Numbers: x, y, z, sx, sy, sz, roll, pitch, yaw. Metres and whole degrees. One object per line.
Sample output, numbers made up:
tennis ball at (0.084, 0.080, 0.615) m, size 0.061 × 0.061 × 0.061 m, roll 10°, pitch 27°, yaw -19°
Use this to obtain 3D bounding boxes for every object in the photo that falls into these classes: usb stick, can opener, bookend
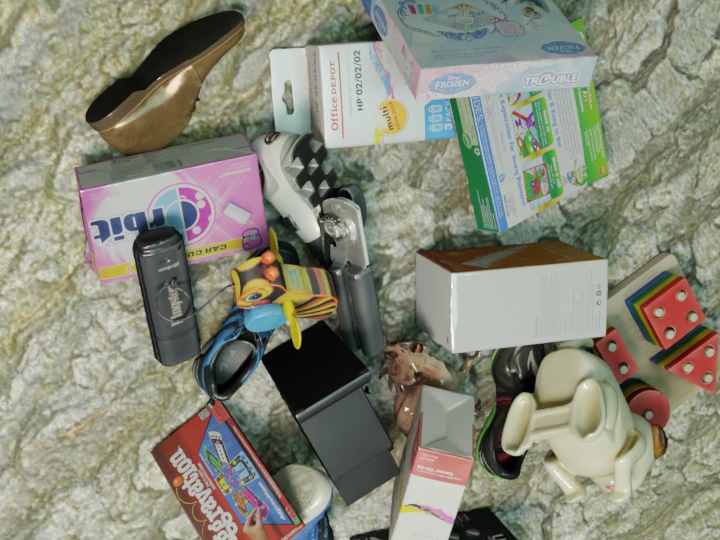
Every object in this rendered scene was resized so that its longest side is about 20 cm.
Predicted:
usb stick at (-0.209, 0.033, 1.108) m, size 0.055 × 0.033 × 0.200 m, roll -16°, pitch 139°, yaw -16°
can opener at (0.000, 0.000, 1.158) m, size 0.067 × 0.053 × 0.201 m, roll -40°, pitch 130°, yaw -41°
bookend at (-0.013, 0.185, 1.163) m, size 0.092 × 0.200 × 0.199 m, roll -30°, pitch 108°, yaw -8°

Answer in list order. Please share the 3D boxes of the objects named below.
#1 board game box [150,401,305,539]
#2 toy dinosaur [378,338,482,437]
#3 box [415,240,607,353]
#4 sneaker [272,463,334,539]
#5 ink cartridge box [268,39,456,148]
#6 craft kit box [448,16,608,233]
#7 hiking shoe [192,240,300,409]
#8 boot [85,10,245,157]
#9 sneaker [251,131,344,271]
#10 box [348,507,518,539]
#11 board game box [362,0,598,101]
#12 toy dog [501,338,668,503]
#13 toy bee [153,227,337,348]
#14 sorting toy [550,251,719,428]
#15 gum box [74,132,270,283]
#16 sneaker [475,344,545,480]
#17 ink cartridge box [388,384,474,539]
board game box at (-0.153, 0.244, 1.145) m, size 0.103 × 0.200 × 0.019 m, roll -39°, pitch 142°, yaw -5°
toy dinosaur at (0.074, 0.157, 1.251) m, size 0.135 × 0.086 × 0.201 m, roll 9°, pitch 116°, yaw -8°
box at (0.180, 0.028, 1.226) m, size 0.199 × 0.124 × 0.098 m, roll -5°, pitch 104°, yaw -16°
sneaker at (-0.064, 0.290, 1.196) m, size 0.111 × 0.077 × 0.200 m, roll 24°, pitch 139°, yaw -26°
ink cartridge box at (0.003, -0.200, 1.150) m, size 0.199 × 0.068 × 0.116 m, roll -7°, pitch 103°, yaw -15°
craft kit box at (0.199, -0.173, 1.193) m, size 0.197 × 0.048 × 0.201 m, roll -25°, pitch 112°, yaw -28°
hiking shoe at (-0.120, 0.063, 1.162) m, size 0.074 × 0.087 × 0.201 m, roll 26°, pitch 94°, yaw -20°
boot at (-0.197, -0.201, 1.099) m, size 0.200 × 0.074 × 0.076 m, roll -39°, pitch 129°, yaw -1°
sneaker at (-0.064, -0.081, 1.163) m, size 0.074 × 0.088 × 0.200 m, roll -50°, pitch 136°, yaw -31°
box at (0.097, 0.396, 1.295) m, size 0.199 × 0.106 × 0.123 m, roll -9°, pitch 105°, yaw -15°
board game box at (0.124, -0.263, 1.107) m, size 0.199 × 0.199 × 0.043 m, roll -7°, pitch 134°, yaw -15°
toy dog at (0.284, 0.196, 1.246) m, size 0.139 × 0.194 × 0.200 m, roll -26°, pitch 127°, yaw 31°
toy bee at (-0.094, 0.023, 1.068) m, size 0.200 × 0.109 × 0.131 m, roll -25°, pitch 80°, yaw -44°
sorting toy at (0.383, 0.116, 1.337) m, size 0.200 × 0.070 × 0.199 m, roll -35°, pitch 110°, yaw -7°
gum box at (-0.207, -0.067, 1.102) m, size 0.199 × 0.066 × 0.114 m, roll -14°, pitch 122°, yaw -14°
sneaker at (0.202, 0.172, 1.287) m, size 0.076 × 0.084 × 0.201 m, roll 4°, pitch 101°, yaw -18°
ink cartridge box at (0.079, 0.252, 1.195) m, size 0.067 × 0.117 × 0.201 m, roll 12°, pitch 121°, yaw -1°
